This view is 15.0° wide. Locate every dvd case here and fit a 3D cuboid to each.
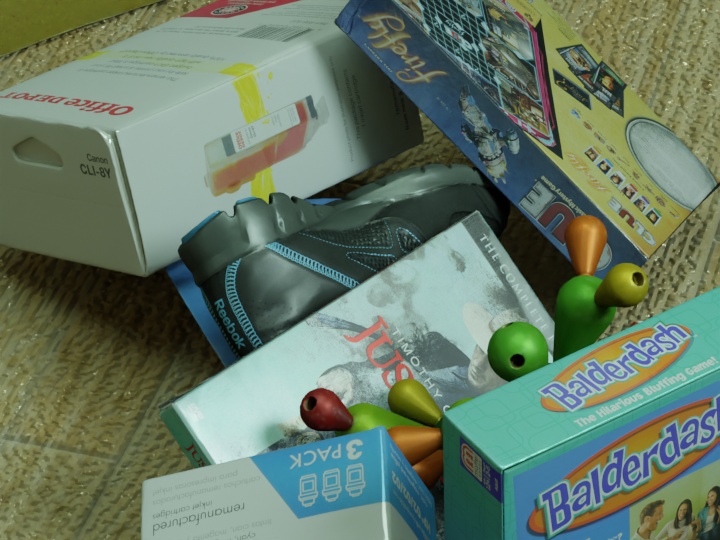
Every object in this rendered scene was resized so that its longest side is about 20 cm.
[{"bbox_3d":[0.022,0.076,1.275,0.200,0.022,0.146,-31,86,-33],"label":"dvd case"}]

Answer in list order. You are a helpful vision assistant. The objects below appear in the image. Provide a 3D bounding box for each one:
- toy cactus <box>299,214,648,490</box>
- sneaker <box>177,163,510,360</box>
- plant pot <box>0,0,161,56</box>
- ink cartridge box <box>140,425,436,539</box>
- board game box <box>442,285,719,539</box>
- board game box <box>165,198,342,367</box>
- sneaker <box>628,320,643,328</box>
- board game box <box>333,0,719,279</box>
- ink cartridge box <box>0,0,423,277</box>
[{"bbox_3d":[0.088,0.063,1.230,0.200,0.165,0.102,-22,51,14],"label":"toy cactus"},{"bbox_3d":[0.000,0.000,1.355,0.200,0.073,0.082,-14,77,-38],"label":"sneaker"},{"bbox_3d":[-0.227,-0.270,1.650,0.195,0.200,0.194,-23,43,-23],"label":"plant pot"},{"bbox_3d":[-0.028,0.174,1.124,0.115,0.068,0.200,-15,51,15],"label":"ink cartridge box"},{"bbox_3d":[0.108,0.117,1.142,0.152,0.200,0.045,-22,42,-25],"label":"board game box"},{"bbox_3d":[-0.003,0.037,1.382,0.158,0.039,0.200,-12,41,-22],"label":"board game box"},{"bbox_3d":[0.198,0.079,1.293,0.077,0.073,0.200,-9,40,-24],"label":"sneaker"},{"bbox_3d":[0.090,-0.087,1.423,0.200,0.035,0.135,46,30,3],"label":"board game box"},{"bbox_3d":[-0.090,-0.076,1.445,0.200,0.084,0.145,-27,24,-36],"label":"ink cartridge box"}]
